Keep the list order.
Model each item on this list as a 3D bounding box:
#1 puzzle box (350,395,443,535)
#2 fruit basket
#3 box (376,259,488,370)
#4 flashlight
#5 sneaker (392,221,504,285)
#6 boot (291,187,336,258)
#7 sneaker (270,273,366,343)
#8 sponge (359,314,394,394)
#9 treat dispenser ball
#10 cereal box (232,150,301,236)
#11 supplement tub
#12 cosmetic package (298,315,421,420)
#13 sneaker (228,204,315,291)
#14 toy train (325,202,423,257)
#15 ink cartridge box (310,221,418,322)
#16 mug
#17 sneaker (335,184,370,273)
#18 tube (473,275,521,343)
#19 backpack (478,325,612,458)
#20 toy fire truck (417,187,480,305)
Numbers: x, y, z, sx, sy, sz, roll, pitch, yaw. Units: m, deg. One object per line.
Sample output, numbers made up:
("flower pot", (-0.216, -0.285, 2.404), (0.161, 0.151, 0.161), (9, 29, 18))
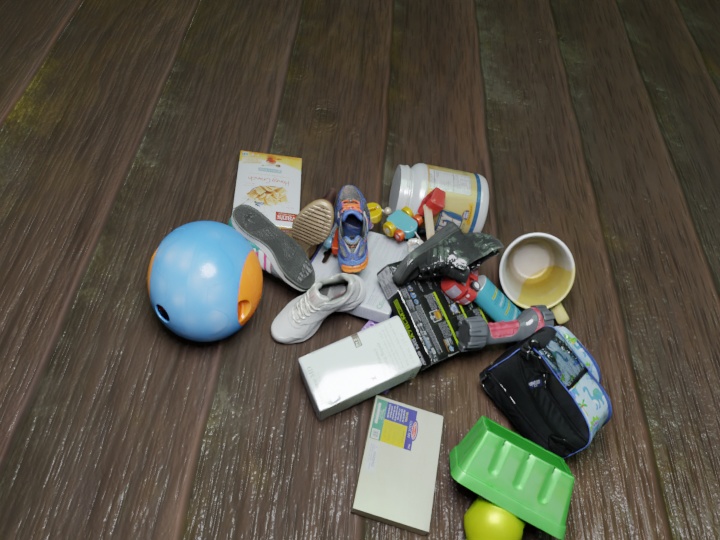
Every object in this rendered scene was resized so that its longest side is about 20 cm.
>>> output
("puzzle box", (0.066, 0.324, 1.029), (0.129, 0.026, 0.204), (17, 52, -2))
("fruit basket", (0.228, 0.375, 0.987), (0.208, 0.155, 0.224), (0, 92, 8))
("box", (0.146, 0.067, 1.169), (0.190, 0.047, 0.204), (-14, 73, -42))
("flashlight", (0.274, 0.105, 1.143), (0.194, 0.068, 0.070), (-2, 65, -26))
("sneaker", (0.158, -0.015, 1.105), (0.198, 0.060, 0.104), (-39, 72, -18))
("boot", (-0.083, -0.113, 1.197), (0.071, 0.201, 0.169), (27, 49, -7))
("sneaker", (-0.086, 0.059, 1.104), (0.197, 0.100, 0.079), (-34, 70, 0))
("sponge", (0.060, 0.130, 1.165), (0.110, 0.030, 0.200), (35, 54, 13))
("treat dispenser ball", (-0.267, 0.018, 1.051), (0.194, 0.203, 0.206), (7, 52, -9))
("cereal box", (-0.198, -0.165, 1.304), (0.139, 0.040, 0.205), (5, 54, -11))
("supplement tub", (0.167, -0.150, 1.324), (0.193, 0.146, 0.148), (9, 52, -7))
("cosmetic package", (-0.003, 0.170, 1.063), (0.195, 0.075, 0.104), (-22, 68, -15))
("sneaker", (-0.183, -0.020, 1.160), (0.200, 0.121, 0.084), (45, 52, -4))
("toy train", (0.031, -0.067, 1.227), (0.193, 0.056, 0.154), (4, 52, 4))
("ink cartridge box", (0.000, 0.000, 1.224), (0.194, 0.041, 0.202), (17, 49, 15))
("mug", (0.360, 0.007, 1.268), (0.144, 0.193, 0.153), (2, 11, 11))
("sneaker", (-0.012, -0.095, 1.162), (0.073, 0.080, 0.204), (-4, 50, -4))
("tube", (0.293, 0.092, 1.214), (0.199, 0.050, 0.079), (41, 53, -20))
("backpack", (0.343, 0.213, 1.084), (0.145, 0.184, 0.202), (-29, 77, -34))
("toy fire truck", (0.172, -0.048, 1.188), (0.139, 0.049, 0.205), (29, 51, -22))
